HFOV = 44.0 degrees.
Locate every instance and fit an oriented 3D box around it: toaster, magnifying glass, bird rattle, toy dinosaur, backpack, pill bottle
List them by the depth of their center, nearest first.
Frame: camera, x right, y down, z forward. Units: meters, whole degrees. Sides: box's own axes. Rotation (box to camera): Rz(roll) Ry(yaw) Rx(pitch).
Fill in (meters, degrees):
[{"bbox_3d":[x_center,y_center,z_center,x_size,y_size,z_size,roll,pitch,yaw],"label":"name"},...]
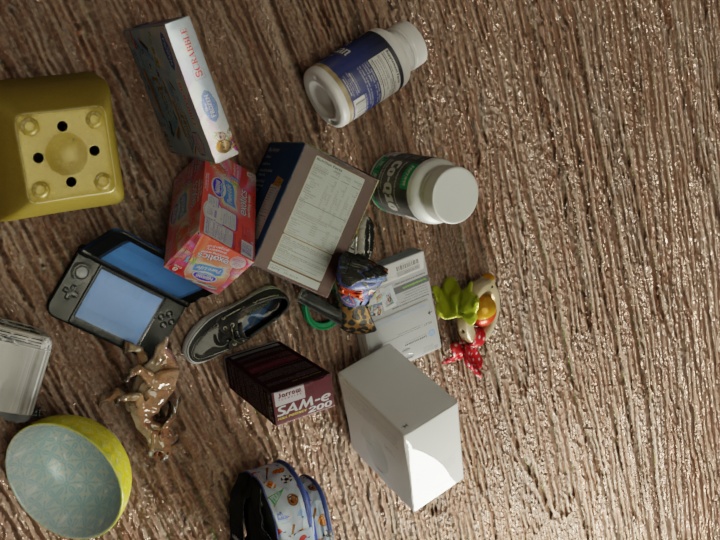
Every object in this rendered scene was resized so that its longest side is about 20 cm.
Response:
[{"bbox_3d":[-0.531,0.136,1.277,0.199,0.114,0.130,20,88,-30],"label":"toaster"},{"bbox_3d":[-0.325,0.189,1.416,0.135,0.086,0.201,19,100,-33],"label":"toy dinosaur"},{"bbox_3d":[0.013,-0.336,1.493,0.200,0.111,0.111,-36,117,-19],"label":"pill bottle"},{"bbox_3d":[-0.135,0.427,1.539,0.154,0.200,0.191,-22,105,-30],"label":"backpack"},{"bbox_3d":[0.108,-0.142,1.539,0.113,0.200,0.114,-7,104,-29],"label":"pill bottle"},{"bbox_3d":[-0.074,0.009,1.574,0.079,0.022,0.201,-16,110,-27],"label":"magnifying glass"},{"bbox_3d":[0.227,0.097,1.727,0.163,0.112,0.201,-41,122,-35],"label":"bird rattle"}]

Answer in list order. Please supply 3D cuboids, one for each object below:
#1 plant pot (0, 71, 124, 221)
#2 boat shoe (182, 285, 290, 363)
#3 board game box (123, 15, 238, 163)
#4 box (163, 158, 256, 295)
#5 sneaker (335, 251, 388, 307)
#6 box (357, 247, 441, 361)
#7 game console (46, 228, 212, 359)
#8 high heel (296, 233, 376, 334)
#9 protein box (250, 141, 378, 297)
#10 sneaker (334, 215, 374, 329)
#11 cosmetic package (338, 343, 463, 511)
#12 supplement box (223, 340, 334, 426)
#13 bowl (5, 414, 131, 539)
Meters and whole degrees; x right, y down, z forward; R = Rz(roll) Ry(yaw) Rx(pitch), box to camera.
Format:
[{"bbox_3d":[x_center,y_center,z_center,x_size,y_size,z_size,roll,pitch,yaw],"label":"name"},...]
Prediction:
[{"bbox_3d":[-0.422,-0.166,1.223,0.195,0.200,0.195,-13,107,-28],"label":"plant pot"},{"bbox_3d":[-0.202,0.094,1.488,0.200,0.066,0.070,-30,114,-22],"label":"boat shoe"},{"bbox_3d":[-0.263,-0.262,1.294,0.041,0.199,0.201,-28,114,-23],"label":"board game box"},{"bbox_3d":[-0.226,-0.078,1.352,0.102,0.201,0.095,31,125,-32],"label":"box"},{"bbox_3d":[-0.002,0.021,1.360,0.075,0.200,0.079,27,93,10],"label":"sneaker"},{"bbox_3d":[0.063,0.077,1.656,0.155,0.041,0.201,-21,110,-24],"label":"box"},{"bbox_3d":[-0.344,0.042,1.359,0.200,0.118,0.171,31,87,-31],"label":"game console"},{"bbox_3d":[0.000,0.000,1.480,0.142,0.071,0.201,29,92,5],"label":"high heel"},{"bbox_3d":[-0.101,-0.087,1.421,0.135,0.198,0.201,25,88,-23],"label":"protein box"},{"bbox_3d":[-0.024,0.004,1.551,0.074,0.080,0.201,16,79,-75],"label":"sneaker"},{"bbox_3d":[0.073,0.275,1.585,0.123,0.199,0.201,-29,132,-22],"label":"cosmetic package"},{"bbox_3d":[-0.137,0.181,1.467,0.108,0.200,0.061,-16,109,-26],"label":"supplement box"},{"bbox_3d":[-0.426,0.297,1.364,0.108,0.199,0.201,-48,132,-64],"label":"bowl"}]
